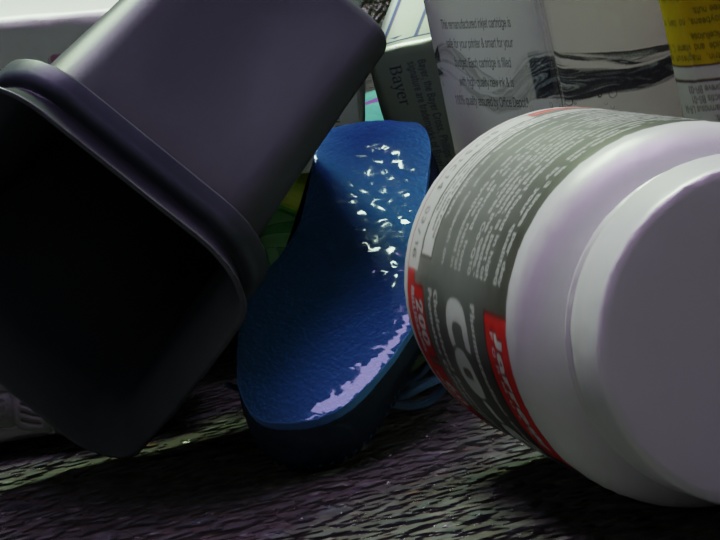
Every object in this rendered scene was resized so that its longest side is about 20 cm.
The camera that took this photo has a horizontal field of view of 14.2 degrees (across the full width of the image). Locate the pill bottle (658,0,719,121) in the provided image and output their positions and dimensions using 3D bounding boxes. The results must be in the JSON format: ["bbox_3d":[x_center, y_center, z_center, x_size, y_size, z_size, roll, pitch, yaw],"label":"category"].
[{"bbox_3d":[0.167,-0.072,1.019,0.113,0.200,0.113,-12,7,2],"label":"pill bottle"}]

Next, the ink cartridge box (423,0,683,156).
[{"bbox_3d":[0.091,-0.072,1.147,0.084,0.200,0.145,-14,8,-15],"label":"ink cartridge box"}]

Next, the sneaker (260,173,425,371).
[{"bbox_3d":[0.000,0.000,1.261,0.074,0.084,0.200,-14,26,-12],"label":"sneaker"}]

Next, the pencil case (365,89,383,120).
[{"bbox_3d":[0.001,-0.052,1.593,0.092,0.085,0.200,-12,8,16],"label":"pencil case"}]

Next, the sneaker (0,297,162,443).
[{"bbox_3d":[-0.160,0.049,1.229,0.200,0.075,0.087,-4,-3,12],"label":"sneaker"}]

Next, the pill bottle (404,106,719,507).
[{"bbox_3d":[0.088,0.010,0.877,0.114,0.114,0.200,-14,7,-10],"label":"pill bottle"}]

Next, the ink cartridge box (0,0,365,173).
[{"bbox_3d":[-0.099,-0.099,1.299,0.200,0.085,0.145,-3,22,2],"label":"ink cartridge box"}]

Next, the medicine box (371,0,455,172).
[{"bbox_3d":[0.123,-0.111,1.322,0.200,0.103,0.182,-9,27,17],"label":"medicine box"}]

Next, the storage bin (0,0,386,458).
[{"bbox_3d":[-0.085,-0.044,1.092,0.134,0.146,0.200,-52,1,-31],"label":"storage bin"}]

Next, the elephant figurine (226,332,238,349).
[{"bbox_3d":[-0.110,-0.009,1.343,0.200,0.142,0.155,1,45,52],"label":"elephant figurine"}]

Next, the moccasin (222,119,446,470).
[{"bbox_3d":[0.005,0.017,1.104,0.080,0.068,0.200,3,35,15],"label":"moccasin"}]
